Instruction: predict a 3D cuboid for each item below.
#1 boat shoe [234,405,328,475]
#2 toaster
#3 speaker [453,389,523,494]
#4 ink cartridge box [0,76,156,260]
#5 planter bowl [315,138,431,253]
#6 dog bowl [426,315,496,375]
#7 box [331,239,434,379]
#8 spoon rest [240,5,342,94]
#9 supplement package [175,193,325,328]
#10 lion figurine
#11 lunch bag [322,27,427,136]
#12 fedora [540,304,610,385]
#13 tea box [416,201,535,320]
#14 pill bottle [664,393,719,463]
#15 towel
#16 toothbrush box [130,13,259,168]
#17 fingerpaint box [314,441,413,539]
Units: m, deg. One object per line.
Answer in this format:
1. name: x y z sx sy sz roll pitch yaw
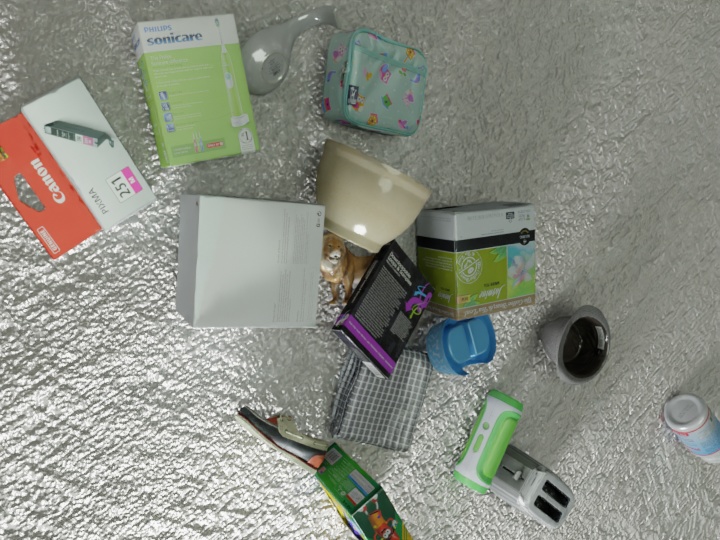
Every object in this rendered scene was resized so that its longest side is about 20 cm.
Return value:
1. boat shoe: -0.135 0.287 1.081 0.200 0.071 0.063 43 71 -28
2. toaster: 0.374 0.478 1.347 0.200 0.129 0.114 42 78 -26
3. speaker: 0.271 0.359 1.301 0.088 0.088 0.203 30 83 -28
4. ink cartridge box: -0.422 -0.144 0.885 0.173 0.043 0.202 -37 112 -20
5. planter bowl: 0.005 -0.114 1.040 0.197 0.200 0.137 23 96 -28
6. dog bowl: 0.198 0.141 1.212 0.198 0.049 0.114 -13 86 -49
7. box: 0.046 0.067 1.093 0.143 0.036 0.202 48 61 -30
8. spoon rest: -0.121 -0.366 1.005 0.199 0.060 0.100 -41 144 -14
9. supplement package: -0.178 -0.017 0.973 0.196 0.146 0.196 2 96 -28
10. lion figurine: 0.000 0.000 1.124 0.197 0.072 0.126 3 85 -43
11. lunch bag: 0.027 -0.322 1.059 0.197 0.076 0.164 1 102 -44
12. fedora: 0.469 0.160 1.376 0.197 0.090 0.181 14 92 -35
13. tea box: 0.224 -0.025 1.195 0.196 0.133 0.202 -9 102 -27
14. pill bottle: 0.897 0.423 1.631 0.200 0.108 0.109 44 76 -25
15. towel: 0.039 0.234 1.159 0.163 0.085 0.204 16 89 -28
16. toothbrush box: -0.249 -0.270 0.936 0.143 0.086 0.205 -16 105 -25
17. fingerpaint box: 0.003 0.427 1.100 0.073 0.199 0.169 -35 112 -18
